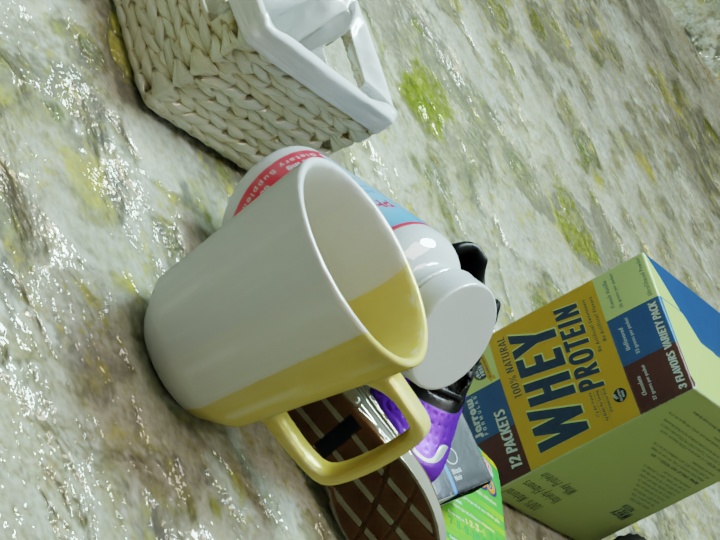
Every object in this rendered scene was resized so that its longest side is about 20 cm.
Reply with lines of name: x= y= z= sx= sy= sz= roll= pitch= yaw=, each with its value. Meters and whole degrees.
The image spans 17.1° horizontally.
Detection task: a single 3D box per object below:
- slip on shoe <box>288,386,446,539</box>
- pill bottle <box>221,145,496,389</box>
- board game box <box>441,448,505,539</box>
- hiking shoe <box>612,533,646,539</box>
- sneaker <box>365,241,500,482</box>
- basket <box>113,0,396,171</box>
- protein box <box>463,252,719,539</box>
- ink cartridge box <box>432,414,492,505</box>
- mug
slip on shoe: x=-0.003 y=0.128 z=1.697 sx=0.200 sy=0.076 sz=0.061 roll=52 pitch=19 yaw=0
pill bottle: x=0.000 y=0.000 z=1.696 sx=0.200 sy=0.109 sz=0.109 roll=35 pitch=1 yaw=38
board game box: x=0.080 y=0.198 z=1.866 sx=0.096 sy=0.030 sz=0.201 roll=47 pitch=27 yaw=-32
hiking shoe: x=0.273 y=0.324 z=2.126 sx=0.200 sy=0.074 sz=0.087 roll=41 pitch=34 yaw=-23
sneaker: x=0.057 y=0.058 z=1.757 sx=0.069 sy=0.099 sz=0.201 roll=28 pitch=48 yaw=-26
basket: x=-0.083 y=-0.170 z=1.817 sx=0.200 sy=0.123 sz=0.136 roll=33 pitch=33 yaw=-54
protein box: x=0.217 y=0.115 z=2.057 sx=0.198 sy=0.199 sz=0.136 roll=32 pitch=34 yaw=-53
ink cartridge box: x=0.019 y=0.085 z=1.810 sx=0.099 sy=0.039 sz=0.201 roll=-15 pitch=76 yaw=-49
mug: x=-0.051 y=0.043 z=1.564 sx=0.149 sy=0.152 sz=0.188 roll=17 pitch=48 yaw=-63
